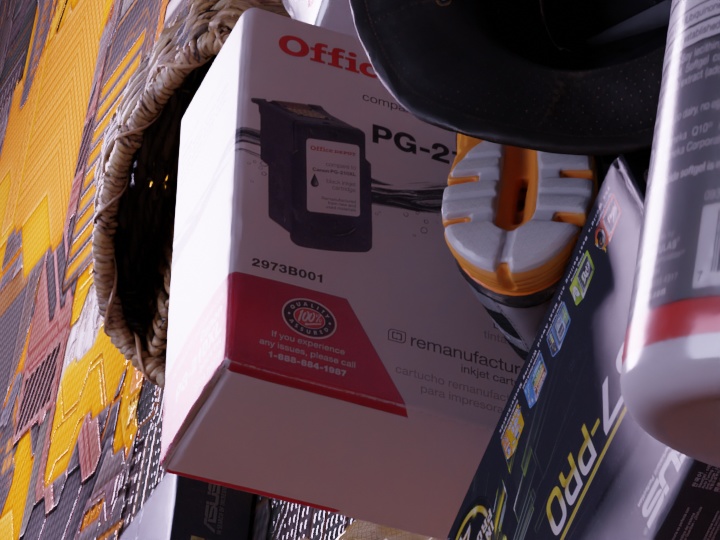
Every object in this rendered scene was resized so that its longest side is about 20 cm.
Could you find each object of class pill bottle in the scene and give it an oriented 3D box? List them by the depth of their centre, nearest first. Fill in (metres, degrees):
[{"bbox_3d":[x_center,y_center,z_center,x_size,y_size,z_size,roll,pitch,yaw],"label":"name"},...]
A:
[{"bbox_3d":[0.141,-0.047,0.768,0.116,0.116,0.200,144,139,-67],"label":"pill bottle"}]

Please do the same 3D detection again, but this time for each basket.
[{"bbox_3d":[-0.062,-0.030,1.423,0.149,0.143,0.200,-103,31,-61],"label":"basket"}]

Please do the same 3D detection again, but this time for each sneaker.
[{"bbox_3d":[0.073,-0.043,1.093,0.200,0.078,0.077,-73,-29,-46],"label":"sneaker"}]

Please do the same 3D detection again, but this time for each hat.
[{"bbox_3d":[0.091,-0.103,1.025,0.081,0.201,0.201,60,-153,-50],"label":"hat"}]

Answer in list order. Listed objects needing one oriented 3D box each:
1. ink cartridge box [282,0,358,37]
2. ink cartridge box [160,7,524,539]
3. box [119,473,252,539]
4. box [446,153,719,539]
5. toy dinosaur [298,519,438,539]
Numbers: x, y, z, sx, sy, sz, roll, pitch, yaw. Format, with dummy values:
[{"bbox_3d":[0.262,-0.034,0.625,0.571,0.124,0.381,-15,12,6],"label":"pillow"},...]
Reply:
[{"bbox_3d":[0.032,-0.210,1.363,0.145,0.084,0.200,-114,41,-66],"label":"ink cartridge box"},{"bbox_3d":[0.000,0.000,1.168,0.084,0.145,0.200,122,157,-45],"label":"ink cartridge box"},{"bbox_3d":[-0.115,0.225,1.550,0.158,0.051,0.200,129,152,-54],"label":"box"},{"bbox_3d":[0.088,0.083,0.963,0.161,0.049,0.200,-107,36,-58],"label":"box"},{"bbox_3d":[0.009,0.127,1.228,0.101,0.058,0.200,-46,37,32],"label":"toy dinosaur"}]
